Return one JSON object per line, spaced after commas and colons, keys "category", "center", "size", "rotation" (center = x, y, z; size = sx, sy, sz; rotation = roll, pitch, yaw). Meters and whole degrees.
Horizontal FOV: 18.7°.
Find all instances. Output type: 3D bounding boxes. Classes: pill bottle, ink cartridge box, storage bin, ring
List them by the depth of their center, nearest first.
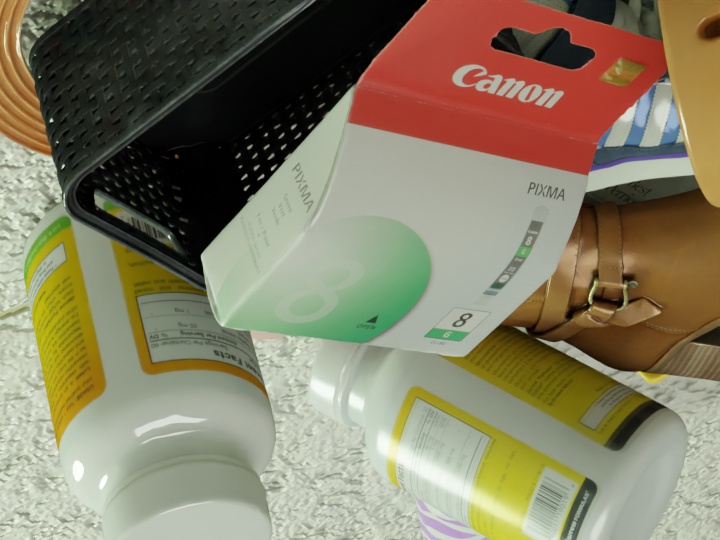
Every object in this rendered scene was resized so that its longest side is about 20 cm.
{"category": "ink cartridge box", "center": [0.044, -0.038, 1.012], "size": [0.161, 0.050, 0.200], "rotation": [9, 139, -40]}
{"category": "storage bin", "center": [-0.040, -0.095, 1.019], "size": [0.200, 0.094, 0.135], "rotation": [-36, 141, 20]}
{"category": "ring", "center": [-0.100, -0.123, 1.050], "size": [0.200, 0.019, 0.201], "rotation": [-12, 143, -9]}
{"category": "pill bottle", "center": [-0.106, 0.060, 1.129], "size": [0.111, 0.200, 0.111], "rotation": [-11, 143, -9]}
{"category": "pill bottle", "center": [0.074, 0.088, 1.230], "size": [0.112, 0.200, 0.112], "rotation": [-45, 152, -33]}

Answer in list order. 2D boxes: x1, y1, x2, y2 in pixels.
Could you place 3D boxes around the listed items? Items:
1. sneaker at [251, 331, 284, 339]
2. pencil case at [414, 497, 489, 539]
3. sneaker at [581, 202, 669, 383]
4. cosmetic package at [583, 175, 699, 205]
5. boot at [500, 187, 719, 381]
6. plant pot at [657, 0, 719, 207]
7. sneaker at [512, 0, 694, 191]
{"category": "sneaker", "center": [0.000, 0.000, 1.179], "size": [0.075, 0.105, 0.200], "rotation": [19, 131, -41]}
{"category": "pencil case", "center": [0.076, 0.131, 1.391], "size": [0.085, 0.084, 0.200], "rotation": [11, 149, 13]}
{"category": "sneaker", "center": [0.134, 0.003, 1.260], "size": [0.073, 0.077, 0.200], "rotation": [-37, 136, 25]}
{"category": "cosmetic package", "center": [0.198, -0.049, 1.241], "size": [0.083, 0.051, 0.200], "rotation": [-39, 139, 25]}
{"category": "boot", "center": [0.154, -0.022, 1.160], "size": [0.155, 0.077, 0.200], "rotation": [13, 142, -7]}
{"category": "plant pot", "center": [0.214, -0.108, 0.975], "size": [0.140, 0.200, 0.200], "rotation": [-9, 146, 17]}
{"category": "sneaker", "center": [0.134, -0.118, 1.080], "size": [0.200, 0.081, 0.147], "rotation": [-16, 135, 19]}
